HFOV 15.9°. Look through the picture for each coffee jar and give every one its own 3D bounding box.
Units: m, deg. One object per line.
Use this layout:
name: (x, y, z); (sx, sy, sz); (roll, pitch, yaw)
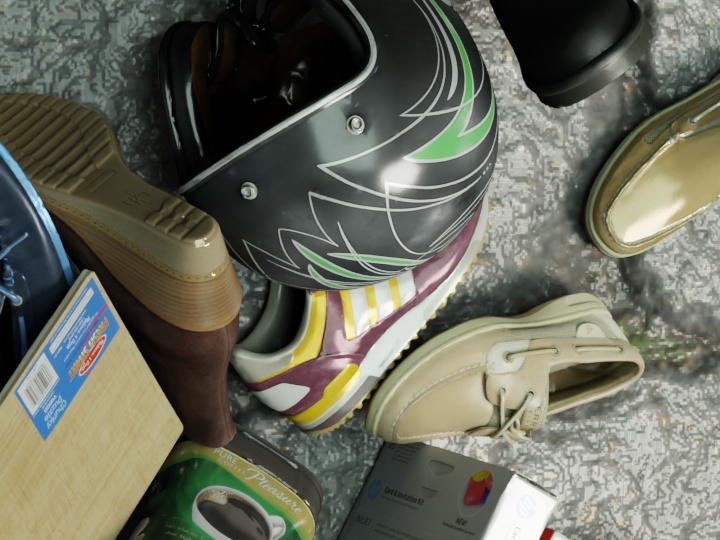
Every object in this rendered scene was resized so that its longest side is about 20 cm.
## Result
coffee jar: (-0.095, 0.178, 1.488); (0.104, 0.085, 0.200); (33, 42, -5)

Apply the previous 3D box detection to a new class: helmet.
helmet: (-0.015, -0.082, 1.481); (0.199, 0.200, 0.192); (-1, 64, -26)

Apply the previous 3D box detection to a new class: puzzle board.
puzzle board: (-0.175, 0.119, 1.398); (0.200, 0.017, 0.151); (-59, 146, -27)

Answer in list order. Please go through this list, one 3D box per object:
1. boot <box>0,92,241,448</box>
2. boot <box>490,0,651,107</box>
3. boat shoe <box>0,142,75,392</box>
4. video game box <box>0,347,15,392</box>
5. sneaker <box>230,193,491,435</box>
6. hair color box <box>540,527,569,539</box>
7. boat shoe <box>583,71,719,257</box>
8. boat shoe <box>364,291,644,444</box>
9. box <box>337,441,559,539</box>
boot: (-0.149, 0.002, 1.489); (0.072, 0.200, 0.167); (-36, 145, -32)
boot: (0.085, -0.195, 1.530); (0.079, 0.211, 0.158); (-38, 117, 8)
boat shoe: (-0.196, 0.007, 1.392); (0.069, 0.084, 0.201); (-37, 123, -24)
video game box: (-0.243, 0.110, 1.439); (0.200, 0.047, 0.182); (49, 57, -14)
sneaker: (0.000, 0.000, 1.575); (0.090, 0.075, 0.200); (41, 76, -29)
hair color box: (0.153, 0.262, 1.680); (0.200, 0.064, 0.111); (39, 78, -22)
boat shoe: (0.231, -0.082, 1.680); (0.200, 0.076, 0.072); (-44, 111, -16)
boat shoe: (0.093, 0.071, 1.609); (0.199, 0.065, 0.072); (-17, 142, -36)
box: (0.024, 0.206, 1.560); (0.041, 0.156, 0.201); (30, 81, -28)
